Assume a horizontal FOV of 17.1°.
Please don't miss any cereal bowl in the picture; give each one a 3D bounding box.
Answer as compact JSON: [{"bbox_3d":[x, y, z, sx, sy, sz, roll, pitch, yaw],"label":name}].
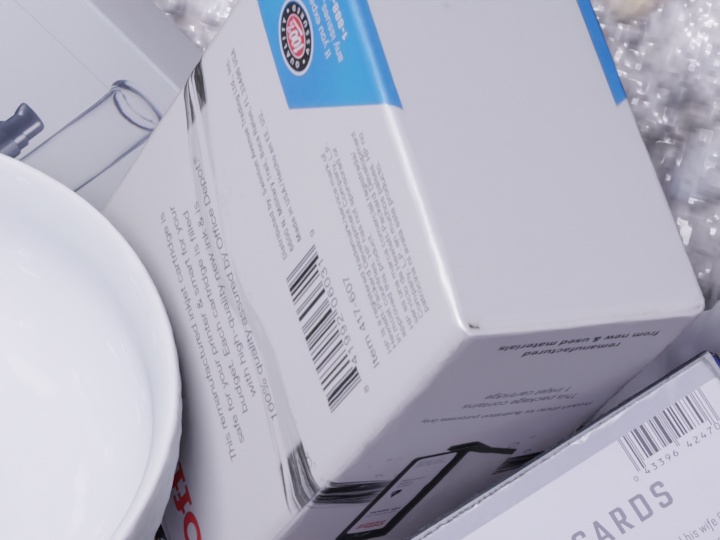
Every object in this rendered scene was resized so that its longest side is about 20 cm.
[{"bbox_3d":[-0.153,0.058,0.741,0.200,0.083,0.200,0,54,0],"label":"cereal bowl"}]

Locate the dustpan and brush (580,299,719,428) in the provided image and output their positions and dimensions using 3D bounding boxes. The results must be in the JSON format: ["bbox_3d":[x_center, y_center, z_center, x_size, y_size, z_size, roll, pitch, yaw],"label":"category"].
[{"bbox_3d":[0.087,0.038,0.744,0.057,0.200,0.140,-31,82,-18],"label":"dustpan and brush"}]

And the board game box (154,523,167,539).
[{"bbox_3d":[-0.067,0.182,0.859,0.105,0.023,0.200,-1,92,14],"label":"board game box"}]

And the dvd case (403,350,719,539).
[{"bbox_3d":[0.090,0.146,0.677,0.150,0.025,0.200,-33,86,7],"label":"dvd case"}]

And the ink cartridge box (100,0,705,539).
[{"bbox_3d":[0.000,0.000,0.728,0.200,0.084,0.146,-50,52,51],"label":"ink cartridge box"}]

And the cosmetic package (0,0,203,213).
[{"bbox_3d":[-0.154,-0.065,0.793,0.151,0.200,0.052,-35,39,14],"label":"cosmetic package"}]

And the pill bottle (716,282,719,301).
[{"bbox_3d":[0.213,0.046,0.719,0.114,0.114,0.200,-42,81,15],"label":"pill bottle"}]
